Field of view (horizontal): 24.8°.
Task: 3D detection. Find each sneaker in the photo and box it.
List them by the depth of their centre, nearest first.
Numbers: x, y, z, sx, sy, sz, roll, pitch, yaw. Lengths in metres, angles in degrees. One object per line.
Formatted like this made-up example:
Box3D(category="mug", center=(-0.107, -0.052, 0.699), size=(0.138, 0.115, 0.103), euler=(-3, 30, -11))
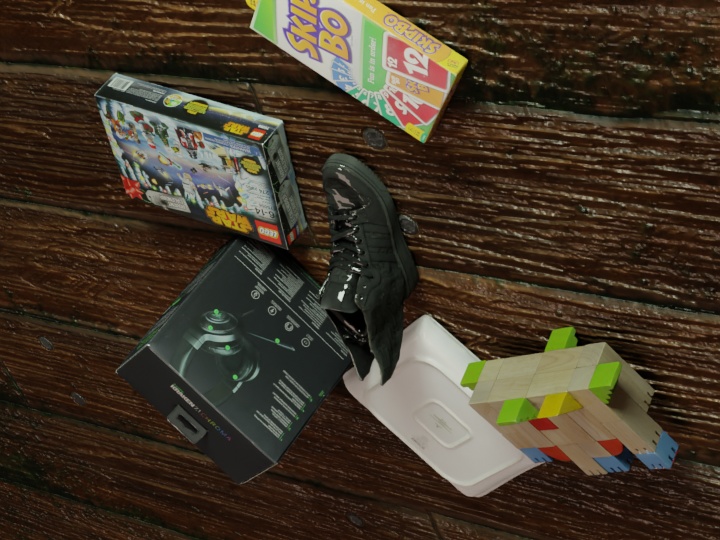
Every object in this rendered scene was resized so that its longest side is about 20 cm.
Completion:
Box3D(category="sneaker", center=(-0.002, 0.000, 1.503), size=(0.060, 0.104, 0.200), euler=(5, 134, 39))

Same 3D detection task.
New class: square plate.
Box3D(category="square plate", center=(0.090, 0.149, 1.663), size=(0.200, 0.028, 0.198), euler=(42, 145, -5))

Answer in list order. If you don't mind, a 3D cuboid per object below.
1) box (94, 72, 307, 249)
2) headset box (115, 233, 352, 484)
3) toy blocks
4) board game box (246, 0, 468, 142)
Box3D(category="box", center=(-0.154, -0.106, 1.577), size=(0.199, 0.040, 0.137), euler=(18, 142, 27))
Box3D(category="headset box", center=(-0.117, 0.087, 1.627), size=(0.174, 0.200, 0.093), euler=(43, 146, -8))
Box3D(category="toy blocks", center=(0.201, 0.134, 1.500), size=(0.137, 0.100, 0.200), euler=(42, 147, -27))
Box3D(category="board game box", center=(-0.011, -0.193, 1.357), size=(0.200, 0.030, 0.096), euler=(36, 146, 7))
